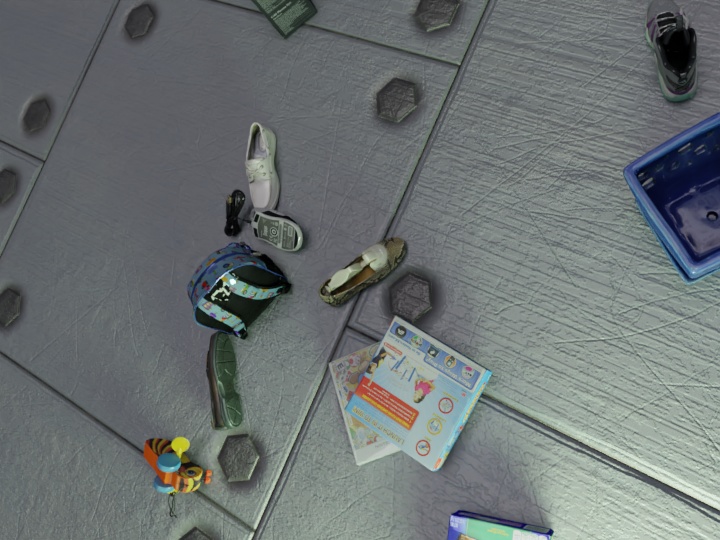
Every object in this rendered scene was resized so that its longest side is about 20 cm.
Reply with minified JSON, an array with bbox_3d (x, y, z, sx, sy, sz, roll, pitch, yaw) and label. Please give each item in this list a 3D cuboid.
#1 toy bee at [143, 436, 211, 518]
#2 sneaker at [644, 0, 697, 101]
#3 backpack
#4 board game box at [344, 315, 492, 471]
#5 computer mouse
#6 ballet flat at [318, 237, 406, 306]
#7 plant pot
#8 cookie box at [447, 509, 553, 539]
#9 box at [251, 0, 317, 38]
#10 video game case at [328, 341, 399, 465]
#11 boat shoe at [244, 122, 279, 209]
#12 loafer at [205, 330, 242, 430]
[{"bbox_3d":[-0.364,0.415,1.417,0.132,0.107,0.201,-59,45,35],"label":"toy bee"},{"bbox_3d":[0.533,-0.405,1.190,0.077,0.140,0.203,-15,72,19],"label":"sneaker"},{"bbox_3d":[-0.264,0.030,1.398,0.183,0.200,0.135,-46,65,8],"label":"backpack"},{"bbox_3d":[0.102,0.216,1.251,0.199,0.056,0.198,30,91,26],"label":"board game box"},{"bbox_3d":[-0.200,-0.096,1.479,0.198,0.044,0.111,21,120,19],"label":"computer mouse"},{"bbox_3d":[0.000,0.000,1.360,0.199,0.075,0.068,-36,65,11],"label":"ballet flat"},{"bbox_3d":[0.548,-0.102,1.090,0.198,0.180,0.202,-30,68,13],"label":"plant pot"},{"bbox_3d":[0.221,0.515,1.141,0.169,0.075,0.203,4,80,23],"label":"cookie box"},{"bbox_3d":[-0.211,-0.657,1.550,0.103,0.182,0.202,-34,67,12],"label":"box"},{"bbox_3d":[0.045,0.238,1.313,0.180,0.023,0.203,-24,69,16],"label":"video game case"},{"bbox_3d":[-0.221,-0.222,1.511,0.070,0.069,0.203,-10,75,17],"label":"boat shoe"},{"bbox_3d":[-0.294,0.228,1.438,0.062,0.072,0.203,-18,73,24],"label":"loafer"}]
